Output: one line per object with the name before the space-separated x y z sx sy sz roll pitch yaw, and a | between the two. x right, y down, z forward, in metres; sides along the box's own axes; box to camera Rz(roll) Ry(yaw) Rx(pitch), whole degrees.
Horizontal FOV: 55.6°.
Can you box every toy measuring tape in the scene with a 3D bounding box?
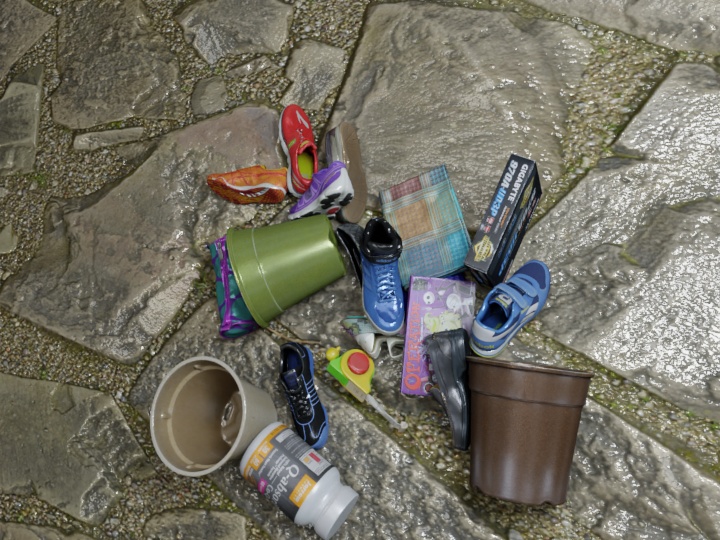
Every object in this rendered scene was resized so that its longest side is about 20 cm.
toy measuring tape | 0.019 0.204 1.242 0.199 0.074 0.074 40 92 10

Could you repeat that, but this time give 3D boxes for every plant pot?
plant pot | 0.251 0.246 1.064 0.197 0.200 0.202 6 85 23
plant pot | -0.130 -0.017 1.304 0.187 0.200 0.203 -19 69 4
plant pot | -0.250 0.273 1.260 0.197 0.183 0.204 -6 73 21

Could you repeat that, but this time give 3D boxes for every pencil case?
pencil case | -0.258 0.031 1.382 0.084 0.092 0.204 -18 70 17

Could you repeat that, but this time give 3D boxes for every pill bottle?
pill bottle | -0.108 0.371 1.207 0.199 0.116 0.117 34 90 19

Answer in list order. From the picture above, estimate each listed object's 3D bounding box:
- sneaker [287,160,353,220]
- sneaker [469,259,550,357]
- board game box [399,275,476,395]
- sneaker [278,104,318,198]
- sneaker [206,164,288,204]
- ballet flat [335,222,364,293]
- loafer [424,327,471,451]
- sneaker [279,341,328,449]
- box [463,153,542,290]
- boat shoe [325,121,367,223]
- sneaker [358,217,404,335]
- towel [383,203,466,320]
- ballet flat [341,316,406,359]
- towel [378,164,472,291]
sneaker | -0.075 -0.148 1.325 0.199 0.080 0.085 -30 62 50
sneaker | 0.257 0.054 1.152 0.073 0.083 0.201 29 69 30
board game box | 0.135 0.115 1.185 0.118 0.032 0.204 5 87 -1
sneaker | -0.115 -0.251 1.394 0.076 0.085 0.204 -6 77 -25
sneaker | -0.236 -0.187 1.456 0.196 0.073 0.078 6 57 19
ballet flat | 0.000 0.000 1.292 0.067 0.056 0.203 -55 46 49
loafer | 0.151 0.199 1.144 0.071 0.073 0.204 -5 87 18
sneaker | -0.114 0.231 1.273 0.069 0.078 0.203 -21 68 15
box | 0.246 -0.075 1.163 0.045 0.159 0.203 22 84 23
boat shoe | -0.034 -0.191 1.366 0.064 0.071 0.204 -12 83 44
sneaker | 0.038 0.004 1.195 0.075 0.112 0.203 -4 64 -5
towel | 0.099 -0.023 1.271 0.146 0.049 0.203 -26 67 13
ballet flat | 0.052 0.125 1.238 0.196 0.069 0.072 3 65 20
towel | 0.118 -0.078 1.240 0.145 0.022 0.203 -21 71 17
